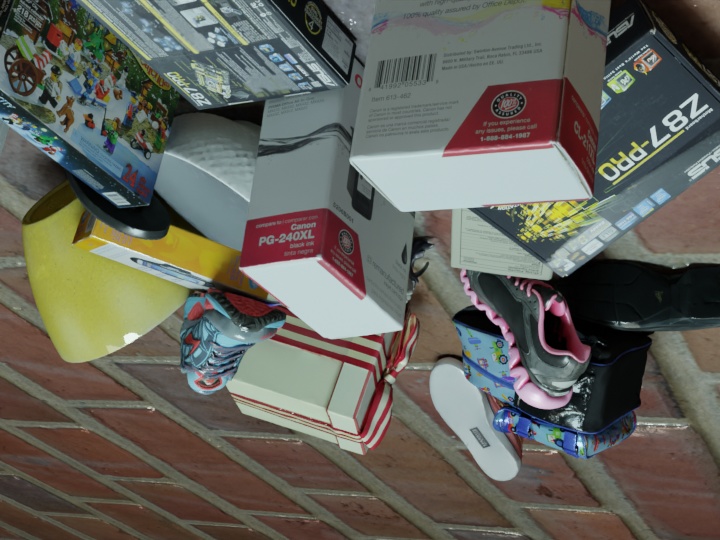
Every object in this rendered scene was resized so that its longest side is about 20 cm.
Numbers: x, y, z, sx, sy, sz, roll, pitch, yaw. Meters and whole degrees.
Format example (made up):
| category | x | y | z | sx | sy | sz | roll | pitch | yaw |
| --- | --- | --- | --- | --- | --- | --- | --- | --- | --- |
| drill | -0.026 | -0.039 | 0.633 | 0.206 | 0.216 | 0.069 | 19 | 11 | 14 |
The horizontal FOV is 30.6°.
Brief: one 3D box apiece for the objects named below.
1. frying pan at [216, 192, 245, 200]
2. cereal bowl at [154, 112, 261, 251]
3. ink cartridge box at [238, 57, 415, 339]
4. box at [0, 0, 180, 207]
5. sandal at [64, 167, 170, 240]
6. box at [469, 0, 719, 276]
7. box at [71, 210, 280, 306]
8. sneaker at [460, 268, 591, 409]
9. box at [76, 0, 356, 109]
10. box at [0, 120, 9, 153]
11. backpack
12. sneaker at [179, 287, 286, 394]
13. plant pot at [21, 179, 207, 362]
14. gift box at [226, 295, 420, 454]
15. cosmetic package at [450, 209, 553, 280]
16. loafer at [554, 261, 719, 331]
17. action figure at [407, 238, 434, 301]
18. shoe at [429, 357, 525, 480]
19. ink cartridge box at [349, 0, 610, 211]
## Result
| category | x | y | z | sx | sy | sz | roll | pitch | yaw |
| --- | --- | --- | --- | --- | --- | --- | --- | --- | --- |
| frying pan | -0.119 | -0.047 | 1.413 | 0.114 | 0.031 | 0.190 | 3 | 159 | 23 |
| cereal bowl | -0.107 | -0.080 | 1.233 | 0.199 | 0.084 | 0.200 | 31 | 163 | 11 |
| ink cartridge box | -0.020 | -0.064 | 1.122 | 0.083 | 0.202 | 0.145 | -8 | 151 | 29 |
| box | -0.229 | -0.159 | 1.075 | 0.037 | 0.138 | 0.200 | -2 | 154 | 31 |
| sandal | -0.231 | -0.102 | 1.187 | 0.075 | 0.201 | 0.048 | -3 | 132 | -40 |
| box | 0.183 | -0.098 | 1.024 | 0.200 | 0.049 | 0.161 | -37 | 135 | 23 |
| box | -0.169 | -0.011 | 1.261 | 0.199 | 0.042 | 0.119 | 19 | 170 | -19 |
| sneaker | 0.169 | 0.032 | 1.302 | 0.078 | 0.201 | 0.096 | -13 | 153 | -28 |
| box | -0.119 | -0.204 | 1.037 | 0.160 | 0.049 | 0.200 | -6 | 151 | 31 |
| box | -0.387 | -0.179 | 1.137 | 0.151 | 0.107 | 0.200 | 13 | 157 | -4 |
| backpack | 0.197 | 0.105 | 1.435 | 0.199 | 0.136 | 0.182 | 15 | -166 | 28 |
| sneaker | -0.127 | 0.074 | 1.251 | 0.079 | 0.096 | 0.200 | 16 | 172 | -15 |
| plant pot | -0.271 | -0.023 | 1.377 | 0.199 | 0.200 | 0.143 | -11 | 120 | 41 |
| gift box | -0.034 | 0.098 | 1.531 | 0.185 | 0.186 | 0.200 | 16 | 166 | 12 |
| cosmetic package | 0.136 | -0.069 | 1.199 | 0.103 | 0.074 | 0.200 | 8 | 157 | 6 |
| loafer | 0.303 | 0.036 | 1.372 | 0.198 | 0.073 | 0.072 | 5 | 161 | 17 |
| action figure | 0.000 | 0.000 | 1.371 | 0.118 | 0.103 | 0.199 | -22 | 148 | 36 |
| shoe | 0.161 | 0.180 | 1.762 | 0.071 | 0.091 | 0.201 | -20 | 114 | 30 |
| ink cartridge box | 0.086 | -0.150 | 0.878 | 0.145 | 0.202 | 0.083 | -2 | 156 | 29 |
